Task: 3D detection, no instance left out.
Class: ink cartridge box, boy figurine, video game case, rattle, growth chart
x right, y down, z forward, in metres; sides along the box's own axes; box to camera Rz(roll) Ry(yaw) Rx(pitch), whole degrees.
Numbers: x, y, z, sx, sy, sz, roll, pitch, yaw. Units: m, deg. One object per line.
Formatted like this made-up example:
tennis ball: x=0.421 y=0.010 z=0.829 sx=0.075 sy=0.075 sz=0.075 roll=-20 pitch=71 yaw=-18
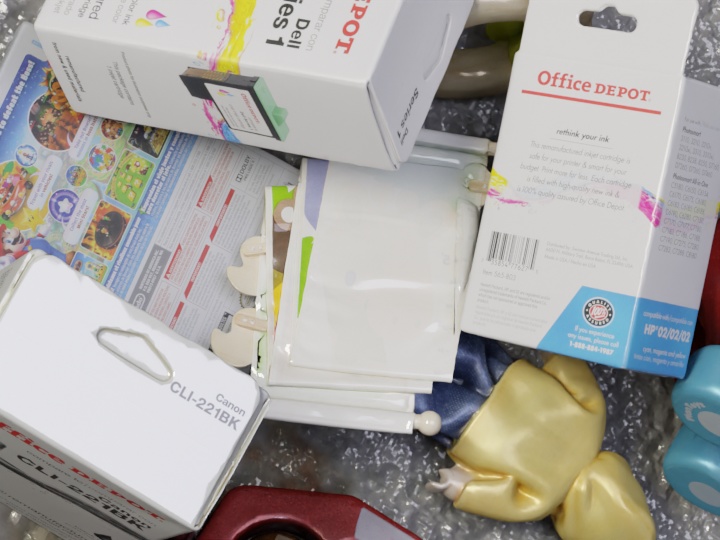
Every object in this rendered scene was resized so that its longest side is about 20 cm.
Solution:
ink cartridge box: x=0.135 y=-0.052 z=1.593 sx=0.068 sy=0.115 sz=0.201 roll=11 pitch=92 yaw=-52
boy figurine: x=0.092 y=0.089 z=1.670 sx=0.200 sy=0.064 sz=0.125 roll=36 pitch=70 yaw=-12
video game case: x=-0.131 y=-0.030 z=1.631 sx=0.199 sy=0.018 sz=0.144 roll=28 pitch=73 yaw=-14
ink cartridge box: x=-0.052 y=-0.148 z=1.580 sx=0.199 sy=0.084 sz=0.145 roll=11 pitch=61 yaw=21
rattle: x=0.029 y=-0.169 z=1.674 sx=0.199 sy=0.130 sz=0.144 roll=-6 pitch=86 yaw=0
growth chart: x=0.000 y=0.000 z=1.629 sx=0.144 sy=0.018 sz=0.201 roll=14 pitch=68 yaw=5
ink cartridge box: x=-0.151 y=0.073 z=1.507 sx=0.144 sy=0.200 sz=0.084 roll=32 pitch=71 yaw=-12

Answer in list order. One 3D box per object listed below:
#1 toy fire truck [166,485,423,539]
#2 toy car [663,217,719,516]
toy fire truck: x=-0.059 y=0.201 z=1.578 sx=0.167 sy=0.112 sz=0.200 roll=31 pitch=70 yaw=7
toy car: x=0.180 y=0.005 z=1.692 sx=0.199 sy=0.177 sz=0.185 roll=26 pitch=66 yaw=15
